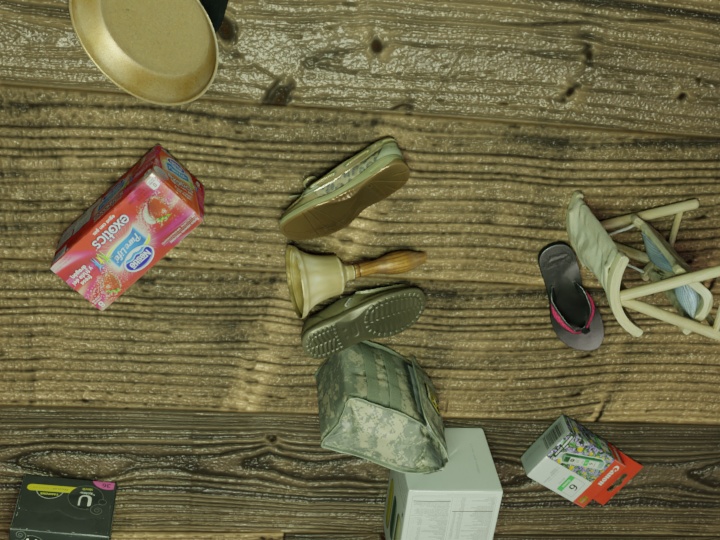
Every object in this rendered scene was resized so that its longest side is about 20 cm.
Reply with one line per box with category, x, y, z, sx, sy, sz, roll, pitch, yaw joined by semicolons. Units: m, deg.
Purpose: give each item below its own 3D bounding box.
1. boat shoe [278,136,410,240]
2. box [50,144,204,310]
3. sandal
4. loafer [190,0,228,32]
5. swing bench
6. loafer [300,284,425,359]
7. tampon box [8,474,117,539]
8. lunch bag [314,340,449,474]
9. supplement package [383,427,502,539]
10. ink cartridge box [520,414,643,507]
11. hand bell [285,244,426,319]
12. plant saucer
boat shoe;-0.026;-0.108;1.347;0.198;0.063;0.073;-27;145;11
box;-0.306;-0.057;1.310;0.199;0.100;0.095;-40;117;15
sandal;0.316;0.050;1.479;0.074;0.045;0.201;-23;119;6
loafer;-0.203;-0.378;1.172;0.072;0.073;0.202;21;131;26
swing bench;0.400;-0.008;1.369;0.197;0.200;0.131;2;120;-8
loafer;0.000;0.063;1.439;0.198;0.068;0.077;-17;125;-15
tampon box;-0.473;0.444;1.557;0.148;0.127;0.202;8;117;-12
lunch bag;0.043;0.201;1.462;0.198;0.165;0.118;21;118;-18
supplement package;0.126;0.378;1.579;0.149;0.152;0.202;2;119;-8
ink cartridge box;0.377;0.333;1.643;0.199;0.051;0.109;32;111;-21
hand bell;0.000;0.000;1.403;0.197;0.104;0.105;-10;121;-16
plant saucer;-0.254;-0.294;1.185;0.198;0.036;0.202;14;136;13
